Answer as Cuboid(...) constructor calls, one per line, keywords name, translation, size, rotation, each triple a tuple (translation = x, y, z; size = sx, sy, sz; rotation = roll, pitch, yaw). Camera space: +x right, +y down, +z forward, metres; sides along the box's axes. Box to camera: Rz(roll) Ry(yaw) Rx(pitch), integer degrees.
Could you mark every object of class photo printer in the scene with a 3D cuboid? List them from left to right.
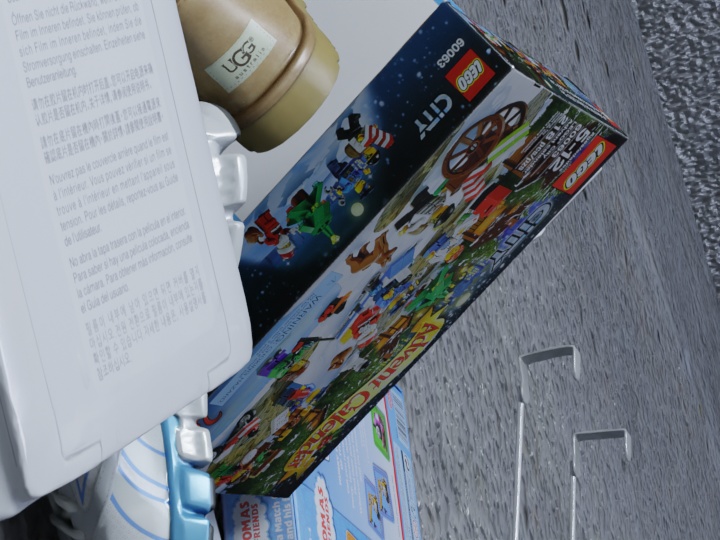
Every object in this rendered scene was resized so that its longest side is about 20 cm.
Cuboid(name="photo printer", translation=(-0.102, -0.047, 0.627), size=(0.166, 0.069, 0.200), rotation=(-34, 113, -67))

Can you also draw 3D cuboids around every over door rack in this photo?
Cuboid(name="over door rack", translation=(0.091, 0.158, 1.319), size=(0.148, 0.067, 0.200), rotation=(52, 49, -60))

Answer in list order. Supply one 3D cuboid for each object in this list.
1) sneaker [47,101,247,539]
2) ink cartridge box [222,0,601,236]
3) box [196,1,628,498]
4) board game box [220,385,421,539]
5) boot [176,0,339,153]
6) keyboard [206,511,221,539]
Cuboid(name="sneaker", translation=(-0.093, 0.043, 0.753), size=(0.075, 0.087, 0.200), rotation=(7, -87, 63))
Cuboid(name="ink cartridge box", translation=(0.006, -0.057, 0.994), size=(0.129, 0.125, 0.200), rotation=(46, 4, 20))
Cuboid(name="box", translation=(0.000, 0.000, 0.855), size=(0.038, 0.200, 0.137), rotation=(47, 12, 22))
Cuboid(name="board game box", translation=(-0.016, 0.095, 1.050), size=(0.200, 0.037, 0.151), rotation=(51, 29, -62))
Cuboid(name="boot", translation=(-0.102, -0.139, 0.791), size=(0.200, 0.066, 0.175), rotation=(42, -2, -27))
Cuboid(name="keyboard", translation=(-0.066, 0.115, 0.896), size=(0.056, 0.011, 0.200), rotation=(-26, 102, -70))
